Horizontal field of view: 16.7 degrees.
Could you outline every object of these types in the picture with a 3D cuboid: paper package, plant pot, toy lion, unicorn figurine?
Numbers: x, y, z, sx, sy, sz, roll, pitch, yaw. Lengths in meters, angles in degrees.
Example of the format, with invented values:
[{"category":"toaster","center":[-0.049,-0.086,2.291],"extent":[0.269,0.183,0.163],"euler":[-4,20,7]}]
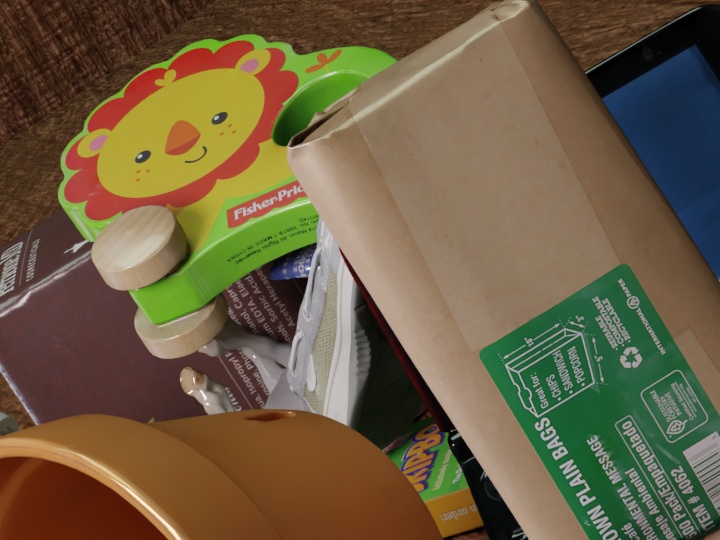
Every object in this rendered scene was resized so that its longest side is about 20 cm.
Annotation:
[{"category":"paper package","center":[0.067,0.009,0.875],"extent":[0.103,0.201,0.191],"euler":[-32,3,4]},{"category":"plant pot","center":[-0.057,0.137,0.923],"extent":[0.199,0.201,0.140],"euler":[-18,3,44]},{"category":"toy lion","center":[-0.060,-0.058,1.246],"extent":[0.199,0.069,0.192],"euler":[-22,38,12]},{"category":"unicorn figurine","center":[-0.029,0.067,1.250],"extent":[0.074,0.137,0.201],"euler":[-45,19,55]}]

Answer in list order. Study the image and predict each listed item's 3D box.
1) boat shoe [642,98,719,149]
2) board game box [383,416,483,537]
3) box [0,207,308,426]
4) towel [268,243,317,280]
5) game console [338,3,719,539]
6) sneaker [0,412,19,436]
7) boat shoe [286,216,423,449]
[{"category":"boat shoe","center":[0.102,-0.010,1.118],"extent":[0.201,0.070,0.072],"euler":[-49,4,27]},{"category":"board game box","center":[0.074,0.082,1.132],"extent":[0.199,0.030,0.096],"euler":[-18,19,35]},{"category":"box","center":[-0.089,0.024,1.384],"extent":[0.199,0.165,0.166],"euler":[-31,15,3]},{"category":"towel","center":[0.068,-0.038,1.243],"extent":[0.199,0.024,0.145],"euler":[-4,30,25]},{"category":"game console","center":[0.112,0.015,1.003],"extent":[0.199,0.119,0.173],"euler":[-30,33,6]},{"category":"sneaker","center":[-0.244,0.138,1.139],"extent":[0.201,0.114,0.073],"euler":[-61,-15,-5]},{"category":"boat shoe","center":[0.001,0.000,1.130],"extent":[0.074,0.203,0.065],"euler":[-31,55,-33]}]
